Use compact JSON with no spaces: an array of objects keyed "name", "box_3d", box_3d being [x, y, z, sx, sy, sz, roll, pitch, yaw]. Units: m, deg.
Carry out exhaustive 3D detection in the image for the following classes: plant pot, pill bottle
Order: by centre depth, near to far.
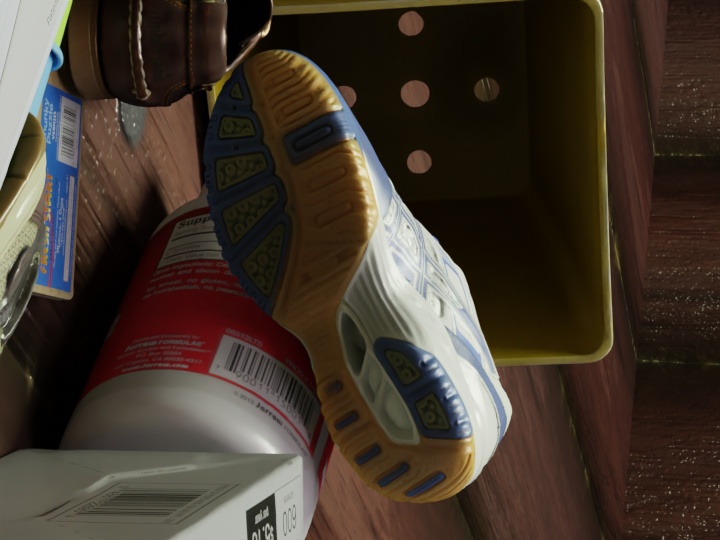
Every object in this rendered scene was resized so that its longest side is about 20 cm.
[{"name":"pill bottle","box_3d":[-0.057,0.037,0.989,0.200,0.112,0.112,-72,158,-49]},{"name":"plant pot","box_3d":[0.030,-0.072,1.197,0.176,0.199,0.201,-83,169,-68]}]

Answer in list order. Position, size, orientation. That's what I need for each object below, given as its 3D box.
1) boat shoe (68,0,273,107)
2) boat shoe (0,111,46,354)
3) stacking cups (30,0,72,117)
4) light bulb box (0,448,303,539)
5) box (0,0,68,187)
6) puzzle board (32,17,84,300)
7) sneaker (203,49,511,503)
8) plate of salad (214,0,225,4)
[{"name":"boat shoe","box_3d":[-0.073,-0.111,0.971,0.200,0.070,0.071,-74,159,-70]},{"name":"boat shoe","box_3d":[-0.146,0.037,0.650,0.200,0.073,0.065,-57,149,-30]},{"name":"stacking cups","box_3d":[-0.133,-0.063,0.746,0.061,0.060,0.201,57,44,-66]},{"name":"light bulb box","box_3d":[-0.102,0.179,0.796,0.198,0.124,0.201,-22,112,-75]},{"name":"box","box_3d":[-0.156,-0.113,0.615,0.177,0.096,0.200,78,20,-50]},{"name":"puzzle board","box_3d":[-0.139,-0.093,0.849,0.151,0.017,0.201,22,71,-76]},{"name":"sneaker","box_3d":[0.000,0.000,0.938,0.088,0.075,0.200,-25,94,-64]},{"name":"plate of salad","box_3d":[-0.085,-0.197,0.832,0.200,0.048,0.200,63,-6,13]}]
